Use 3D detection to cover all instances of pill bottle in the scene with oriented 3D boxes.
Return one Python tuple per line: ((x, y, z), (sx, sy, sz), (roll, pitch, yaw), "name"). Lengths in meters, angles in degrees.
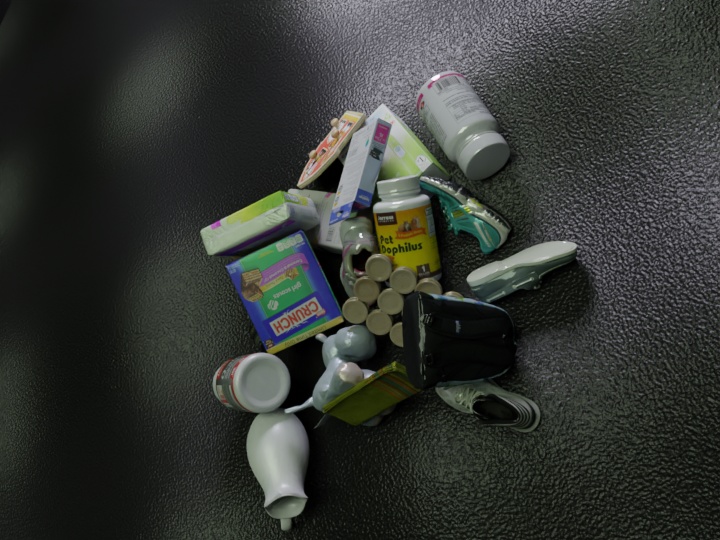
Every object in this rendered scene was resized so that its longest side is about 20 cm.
((0.196, -0.276, 1.408), (0.113, 0.113, 0.200), (-38, 58, 18), "pill bottle")
((-0.227, 0.228, 1.487), (0.200, 0.116, 0.116), (-19, 61, 62), "pill bottle")
((0.085, -0.072, 1.375), (0.109, 0.109, 0.200), (-4, 101, 33), "pill bottle")

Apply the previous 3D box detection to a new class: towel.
((0.025, 0.223, 1.296), (0.200, 0.086, 0.018), (-37, 32, 36), "towel")

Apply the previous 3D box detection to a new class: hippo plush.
((-0.015, 0.197, 1.404), (0.200, 0.159, 0.161), (-38, 33, 37), "hippo plush")

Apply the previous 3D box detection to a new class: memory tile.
((0.079, 0.067, 1.350), (0.200, 0.017, 0.153), (28, 116, 1), "memory tile")

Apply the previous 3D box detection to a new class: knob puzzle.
((-0.077, -0.262, 1.569), (0.220, 0.030, 0.220), (-45, 20, 22), "knob puzzle")

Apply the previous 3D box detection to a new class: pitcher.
((-0.157, 0.388, 1.436), (0.121, 0.172, 0.200), (-4, 48, -13), "pitcher")

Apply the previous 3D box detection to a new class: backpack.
((0.169, 0.118, 1.246), (0.154, 0.200, 0.163), (151, 115, -72), "backpack")

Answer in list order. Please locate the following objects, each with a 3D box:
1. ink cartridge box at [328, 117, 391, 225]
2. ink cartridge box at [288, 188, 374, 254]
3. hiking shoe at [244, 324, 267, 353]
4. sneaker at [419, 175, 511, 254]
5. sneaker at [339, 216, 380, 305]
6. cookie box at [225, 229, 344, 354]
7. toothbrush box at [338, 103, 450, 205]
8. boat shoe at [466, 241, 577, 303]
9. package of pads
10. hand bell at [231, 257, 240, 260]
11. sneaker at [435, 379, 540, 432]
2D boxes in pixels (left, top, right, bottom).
((-0.002, -0.181, 1.414), (0.119, 0.042, 0.200), (-11, 60, 67), "ink cartridge box")
((-0.075, -0.103, 1.562), (0.200, 0.067, 0.117), (12, 82, 35), "ink cartridge box")
((-0.181, 0.071, 1.573), (0.101, 0.076, 0.200), (33, 91, 38), "hiking shoe")
((0.183, -0.108, 1.369), (0.200, 0.077, 0.080), (40, 111, 17), "sneaker")
((0.000, 0.000, 1.407), (0.081, 0.200, 0.088), (-11, 39, -1), "sneaker")
((-0.148, 0.043, 1.474), (0.171, 0.075, 0.200), (-25, 96, 3), "cookie box")
((0.063, -0.214, 1.495), (0.146, 0.086, 0.200), (-43, 55, 15), "toothbrush box")
((0.291, 0.005, 1.301), (0.200, 0.073, 0.062), (-20, 108, 20), "boat shoe")
((-0.198, -0.089, 1.493), (0.200, 0.154, 0.068), (-23, 82, 19), "package of pads")
((-0.188, -0.044, 1.598), (0.200, 0.104, 0.104), (20, 87, 35), "hand bell")
((0.197, 0.212, 1.250), (0.200, 0.115, 0.076), (16, 85, 36), "sneaker")
